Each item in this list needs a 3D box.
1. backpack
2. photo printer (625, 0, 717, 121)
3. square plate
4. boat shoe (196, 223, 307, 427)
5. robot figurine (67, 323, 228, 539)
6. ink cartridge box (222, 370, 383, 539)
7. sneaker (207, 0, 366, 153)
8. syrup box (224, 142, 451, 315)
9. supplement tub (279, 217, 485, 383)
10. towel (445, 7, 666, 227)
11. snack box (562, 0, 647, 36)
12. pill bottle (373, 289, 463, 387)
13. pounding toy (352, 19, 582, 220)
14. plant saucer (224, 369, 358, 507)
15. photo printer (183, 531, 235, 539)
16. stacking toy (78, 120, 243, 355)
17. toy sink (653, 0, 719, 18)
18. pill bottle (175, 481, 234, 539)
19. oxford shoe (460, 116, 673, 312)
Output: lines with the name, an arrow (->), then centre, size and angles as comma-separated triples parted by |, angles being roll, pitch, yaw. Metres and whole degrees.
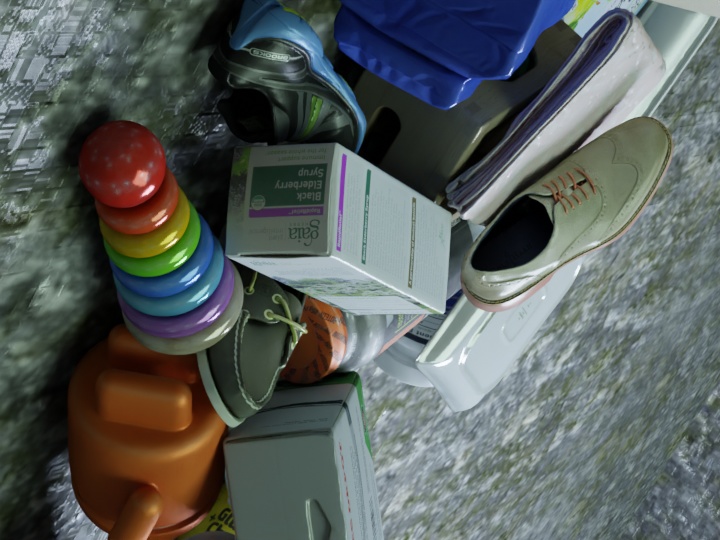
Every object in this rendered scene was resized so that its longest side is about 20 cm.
backpack -> 0.072, -0.217, 1.466 | 0.168, 0.162, 0.200 | -57, 176, 36
photo printer -> 0.249, -0.194, 1.978 | 0.200, 0.069, 0.166 | -55, -173, 0
square plate -> 0.129, 0.028, 1.847 | 0.198, 0.028, 0.200 | -52, 162, -5
boat shoe -> -0.070, 0.027, 1.530 | 0.202, 0.060, 0.072 | -83, 150, -50
robot figurine -> -0.153, 0.121, 1.553 | 0.117, 0.144, 0.200 | -23, 149, -21
ink cartridge box -> -0.039, 0.167, 1.605 | 0.200, 0.083, 0.147 | -54, 137, -80
sneaker -> -0.055, -0.118, 1.469 | 0.083, 0.071, 0.200 | -47, 155, -4
syrup box -> -0.011, -0.026, 1.503 | 0.200, 0.079, 0.082 | 28, 63, -62
supplement tub -> 0.000, 0.000, 1.703 | 0.200, 0.122, 0.123 | -37, 154, -43
towel -> 0.150, -0.108, 1.637 | 0.191, 0.032, 0.200 | -47, 168, 7
snack box -> 0.210, -0.271, 1.830 | 0.200, 0.068, 0.169 | -49, 161, -12
pill bottle -> 0.073, 0.002, 1.890 | 0.116, 0.116, 0.200 | -36, 155, -42
pounding toy -> 0.070, -0.152, 1.639 | 0.184, 0.142, 0.200 | -35, 164, -43
plant saucer -> -0.058, 0.106, 1.801 | 0.200, 0.050, 0.200 | -50, -178, 3
photo printer -> -0.183, 0.261, 1.626 | 0.200, 0.070, 0.166 | -23, 180, 33
stacking toy -> -0.133, -0.027, 1.405 | 0.085, 0.085, 0.200 | -48, 154, -19
toy sink -> 0.239, -0.283, 1.649 | 0.130, 0.200, 0.112 | 70, 39, -66
pill bottle -> -0.087, 0.233, 1.903 | 0.200, 0.112, 0.112 | -50, 160, -15
oxford shoe -> 0.158, -0.047, 1.628 | 0.200, 0.071, 0.074 | -44, 164, -7
